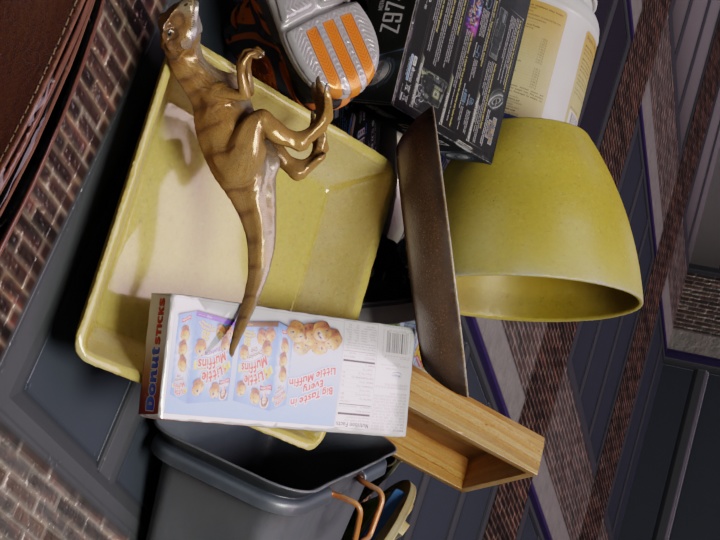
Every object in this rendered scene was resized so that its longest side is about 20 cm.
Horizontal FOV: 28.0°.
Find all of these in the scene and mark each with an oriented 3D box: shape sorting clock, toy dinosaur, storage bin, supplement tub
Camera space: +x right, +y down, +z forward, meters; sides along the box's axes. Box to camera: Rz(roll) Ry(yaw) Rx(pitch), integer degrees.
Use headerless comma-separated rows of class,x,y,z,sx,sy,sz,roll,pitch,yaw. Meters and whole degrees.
shape sorting clock,-0.021,0.249,1.156,0.200,0.039,0.200,-47,-173,7
toy dinosaur,-0.065,-0.063,0.855,0.060,0.105,0.202,-178,-111,-74
storage bin,-0.066,0.179,1.014,0.200,0.144,0.136,-9,119,-68
supplement tub,0.142,-0.187,1.350,0.144,0.143,0.202,47,57,-65

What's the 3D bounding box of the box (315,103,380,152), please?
box,-0.043,-0.048,1.066,0.198,0.049,0.202,-39,136,-58

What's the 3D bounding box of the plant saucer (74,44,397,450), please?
plant saucer,-0.081,-0.011,0.900,0.199,0.048,0.202,28,72,-40

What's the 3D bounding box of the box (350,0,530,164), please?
box,0.070,-0.199,1.099,0.160,0.043,0.202,20,82,-56

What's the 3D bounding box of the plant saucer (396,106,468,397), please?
plant saucer,0.049,-0.011,0.999,0.200,0.032,0.202,-7,90,-86

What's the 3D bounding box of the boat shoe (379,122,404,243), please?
boat shoe,0.053,-0.118,1.182,0.092,0.074,0.202,2,94,-30

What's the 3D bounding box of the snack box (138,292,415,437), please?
snack box,-0.045,0.061,0.887,0.199,0.024,0.073,10,84,-43

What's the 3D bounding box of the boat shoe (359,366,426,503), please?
boat shoe,0.007,0.147,1.202,0.201,0.060,0.073,-33,128,-38

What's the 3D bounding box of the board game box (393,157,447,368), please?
board game box,0.042,0.015,1.304,0.201,0.061,0.201,75,31,-50

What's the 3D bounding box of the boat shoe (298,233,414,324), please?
boat shoe,0.000,0.000,1.057,0.199,0.069,0.067,-6,109,-61

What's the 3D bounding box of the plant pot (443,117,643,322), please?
plant pot,0.137,-0.045,1.204,0.200,0.198,0.144,34,57,-68

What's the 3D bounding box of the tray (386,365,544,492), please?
tray,0.037,0.112,1.129,0.199,0.098,0.037,29,60,-24

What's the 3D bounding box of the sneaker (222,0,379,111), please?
sneaker,-0.064,-0.191,0.913,0.077,0.112,0.202,-20,93,-24

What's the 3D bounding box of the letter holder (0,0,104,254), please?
letter holder,-0.161,-0.083,0.602,0.101,0.141,0.202,57,47,-61
